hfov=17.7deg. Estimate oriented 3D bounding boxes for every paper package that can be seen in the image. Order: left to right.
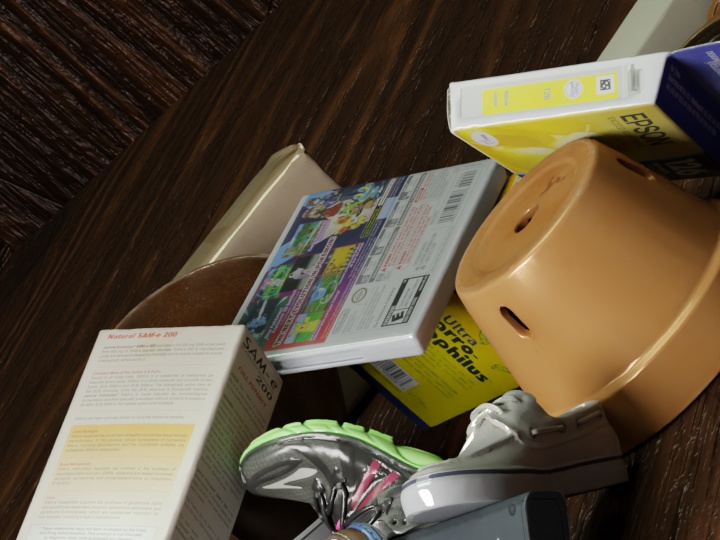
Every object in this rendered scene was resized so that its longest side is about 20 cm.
[{"bbox_3d":[-0.056,0.027,2.034,0.200,0.190,0.103,-51,12,-10],"label":"paper package"}]

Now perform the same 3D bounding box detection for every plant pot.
[{"bbox_3d":[-0.082,0.123,1.809,0.186,0.201,0.187,-21,31,13],"label":"plant pot"},{"bbox_3d":[0.157,0.008,1.546,0.200,0.140,0.200,-46,14,15],"label":"plant pot"}]

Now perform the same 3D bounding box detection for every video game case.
[{"bbox_3d":[0.000,0.000,1.701,0.181,0.023,0.201,-10,36,33],"label":"video game case"}]

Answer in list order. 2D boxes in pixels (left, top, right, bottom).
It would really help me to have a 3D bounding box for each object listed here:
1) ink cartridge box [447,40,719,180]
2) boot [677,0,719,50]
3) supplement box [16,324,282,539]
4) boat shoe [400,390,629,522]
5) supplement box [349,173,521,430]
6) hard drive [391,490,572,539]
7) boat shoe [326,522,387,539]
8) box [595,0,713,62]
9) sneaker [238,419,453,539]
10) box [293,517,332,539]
[{"bbox_3d":[0.187,-0.100,1.594,0.198,0.197,0.047,-4,76,24],"label":"ink cartridge box"},{"bbox_3d":[0.289,-0.193,1.787,0.200,0.077,0.155,-47,16,-1],"label":"boot"},{"bbox_3d":[-0.146,0.138,1.607,0.125,0.074,0.201,-2,51,28],"label":"supplement box"},{"bbox_3d":[0.091,0.109,1.408,0.071,0.070,0.199,-21,-11,42],"label":"boat shoe"},{"bbox_3d":[0.085,0.027,1.775,0.200,0.109,0.109,-30,23,54],"label":"supplement box"},{"bbox_3d":[0.060,0.218,1.361,0.200,0.033,0.141,-28,64,54],"label":"hard drive"},{"bbox_3d":[-0.019,0.252,1.385,0.072,0.072,0.202,2,89,58],"label":"boat shoe"},{"bbox_3d":[0.227,-0.149,1.881,0.201,0.068,0.082,-54,15,-20],"label":"box"},{"bbox_3d":[0.006,0.157,1.554,0.077,0.198,0.084,75,-147,-57],"label":"sneaker"},{"bbox_3d":[-0.050,0.231,1.608,0.117,0.060,0.200,-46,-6,34],"label":"box"}]
